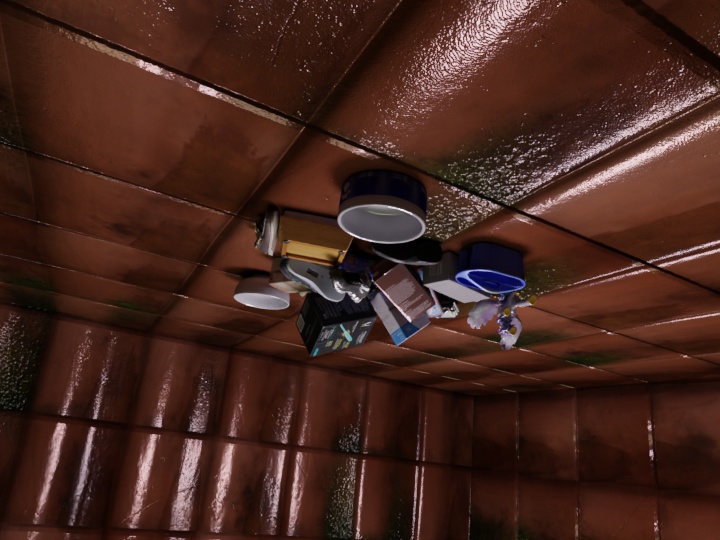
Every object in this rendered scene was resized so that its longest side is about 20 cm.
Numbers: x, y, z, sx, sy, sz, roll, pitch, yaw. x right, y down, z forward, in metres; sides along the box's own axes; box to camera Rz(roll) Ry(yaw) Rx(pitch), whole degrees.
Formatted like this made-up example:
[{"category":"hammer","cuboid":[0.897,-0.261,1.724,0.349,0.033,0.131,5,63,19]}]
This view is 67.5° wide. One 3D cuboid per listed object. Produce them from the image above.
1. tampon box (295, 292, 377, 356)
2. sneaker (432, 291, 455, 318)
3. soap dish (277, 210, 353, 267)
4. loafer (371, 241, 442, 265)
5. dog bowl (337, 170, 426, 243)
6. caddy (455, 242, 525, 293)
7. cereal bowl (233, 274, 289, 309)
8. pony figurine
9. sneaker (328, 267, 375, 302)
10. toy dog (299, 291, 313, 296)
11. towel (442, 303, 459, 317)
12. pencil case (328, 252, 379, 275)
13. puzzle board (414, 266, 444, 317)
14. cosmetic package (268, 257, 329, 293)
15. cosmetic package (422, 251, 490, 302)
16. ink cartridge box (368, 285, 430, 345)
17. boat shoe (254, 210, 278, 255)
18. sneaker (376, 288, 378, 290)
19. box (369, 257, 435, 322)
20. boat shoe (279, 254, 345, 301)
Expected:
[{"category":"tampon box","cuboid":[-0.074,0.151,1.643,0.195,0.128,0.152,-7,141,-33]},{"category":"sneaker","cuboid":[0.211,0.088,1.701,0.194,0.118,0.075,-3,161,23]},{"category":"soap dish","cuboid":[-0.119,-0.077,1.399,0.193,0.084,0.158,11,161,-8]},{"category":"loafer","cuboid":[0.117,-0.047,1.425,0.194,0.075,0.072,13,165,-14]},{"category":"dog bowl","cuboid":[0.049,-0.135,1.181,0.193,0.081,0.201,6,161,2]},{"category":"caddy","cuboid":[0.347,0.007,1.436,0.194,0.109,0.141,14,161,-20]},{"category":"cereal bowl","cuboid":[-0.340,0.070,1.888,0.193,0.086,0.201,7,161,2]},{"category":"pony figurine","cuboid":[0.422,0.122,1.559,0.164,0.196,0.200,32,-173,1]},{"category":"sneaker","cuboid":[-0.016,0.028,1.478,0.088,0.068,0.199,-23,153,17]},{"category":"toy dog","cuboid":[-0.105,0.085,1.775,0.187,0.144,0.201,-8,160,2]},{"category":"towel","cuboid":[0.236,0.116,1.887,0.194,0.050,0.171,-1,156,22]},{"category":"pencil case","cuboid":[0.000,0.000,1.574,0.194,0.088,0.080,12,120,-18]},{"category":"puzzle board","cuboid":[0.164,0.082,1.683,0.017,0.154,0.198,-27,-179,-34]},{"category":"cosmetic package","cuboid":[-0.175,0.009,1.651,0.195,0.090,0.103,-8,156,35]},{"category":"cosmetic package","cuboid":[0.279,0.024,1.548,0.196,0.093,0.105,19,158,-40]},{"category":"ink cartridge box","cuboid":[0.111,0.109,1.654,0.114,0.203,0.067,-26,169,-35]},{"category":"boat shoe","cuboid":[-0.246,-0.100,1.396,0.058,0.074,0.201,16,158,-5]},{"category":"sneaker","cuboid":[0.049,0.080,1.806,0.078,0.091,0.199,14,-177,-23]},{"category":"box","cuboid":[0.121,0.045,1.531,0.099,0.076,0.200,-33,127,12]},{"category":"boat shoe","cuboid":[-0.135,0.019,1.518,0.198,0.072,0.090,36,161,-22]}]
